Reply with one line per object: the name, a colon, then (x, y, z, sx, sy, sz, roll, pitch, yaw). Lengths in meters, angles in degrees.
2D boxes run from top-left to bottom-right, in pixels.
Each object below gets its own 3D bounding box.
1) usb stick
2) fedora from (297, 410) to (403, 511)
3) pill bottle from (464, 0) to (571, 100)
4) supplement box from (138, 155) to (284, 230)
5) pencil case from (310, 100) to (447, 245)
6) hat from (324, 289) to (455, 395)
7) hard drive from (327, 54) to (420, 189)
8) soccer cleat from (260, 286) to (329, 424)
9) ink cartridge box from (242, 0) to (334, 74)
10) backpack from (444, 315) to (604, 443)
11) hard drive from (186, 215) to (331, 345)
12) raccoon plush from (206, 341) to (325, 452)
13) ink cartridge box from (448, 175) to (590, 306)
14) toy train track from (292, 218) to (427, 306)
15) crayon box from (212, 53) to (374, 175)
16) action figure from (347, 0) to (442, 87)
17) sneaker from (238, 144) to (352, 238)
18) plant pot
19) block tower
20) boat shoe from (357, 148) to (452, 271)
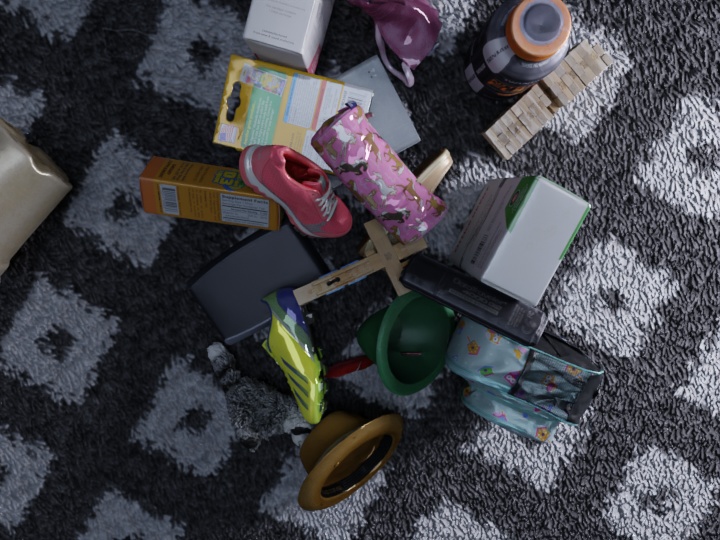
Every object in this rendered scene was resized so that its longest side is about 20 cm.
usb stick: (0.147, 0.037, 0.739, 0.200, 0.033, 0.055, 26, 68, 16)
fedora: (-0.027, 0.269, 0.839, 0.082, 0.201, 0.201, 42, 96, 32)
pill bottle: (0.206, -0.294, 0.733, 0.106, 0.200, 0.106, 0, 97, 0)
supplement box: (-0.210, -0.112, 0.810, 0.200, 0.067, 0.069, 9, 131, -3)
pencil case: (0.027, -0.125, 0.735, 0.087, 0.083, 0.200, -39, 104, 14)
hat: (0.020, 0.097, 0.870, 0.200, 0.176, 0.166, -20, 110, -40)
hard drive: (-0.031, -0.206, 0.827, 0.200, 0.033, 0.140, -28, 97, 3)
soccer cleat: (-0.096, 0.123, 0.805, 0.084, 0.065, 0.200, -11, 88, 3)
ink cartridge box: (-0.081, -0.379, 0.747, 0.083, 0.147, 0.200, 16, 96, -1)
backpack: (0.218, 0.140, 0.802, 0.200, 0.176, 0.153, 31, 100, 8)
hard drive: (-0.155, 0.017, 0.849, 0.200, 0.042, 0.135, -32, 97, 3)
raccoon plush: (-0.138, 0.182, 0.849, 0.134, 0.097, 0.200, -25, 97, -4)
ink cartridge box: (0.206, -0.048, 0.766, 0.083, 0.200, 0.147, 26, 97, -7)
toy train track: (0.000, 0.000, 0.792, 0.200, 0.033, 0.115, -24, 83, -8)
crayon box: (-0.093, -0.213, 0.783, 0.200, 0.052, 0.126, 14, 97, -3)
action figure: (0.020, -0.361, 0.739, 0.134, 0.200, 0.149, 45, 114, 32)
sneaker: (-0.069, -0.101, 0.754, 0.200, 0.087, 0.074, 34, 64, -40)
plant pot: (-0.520, -0.104, 0.771, 0.183, 0.200, 0.200, -44, 96, -7)
block tower: (0.266, -0.248, 0.813, 0.200, 0.058, 0.054, -43, 96, 3)
boat shoe: (0.077, -0.089, 0.828, 0.065, 0.071, 0.200, 36, 106, -9)
